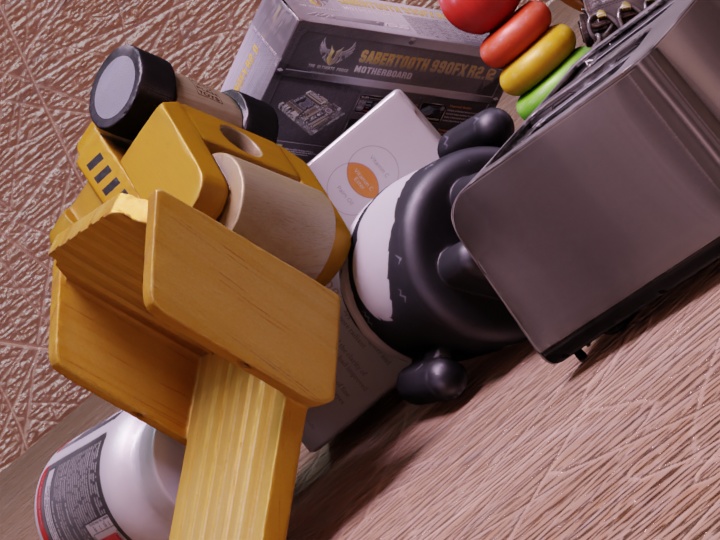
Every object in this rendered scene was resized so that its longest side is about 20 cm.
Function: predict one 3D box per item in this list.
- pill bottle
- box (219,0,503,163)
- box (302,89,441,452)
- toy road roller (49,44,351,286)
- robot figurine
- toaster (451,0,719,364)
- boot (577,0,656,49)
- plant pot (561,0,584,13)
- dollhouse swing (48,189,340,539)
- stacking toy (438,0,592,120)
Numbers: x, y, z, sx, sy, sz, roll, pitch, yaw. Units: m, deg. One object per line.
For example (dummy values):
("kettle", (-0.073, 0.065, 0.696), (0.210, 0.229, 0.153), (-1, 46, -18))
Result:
("pill bottle", (-0.137, 0.146, 1.799), (0.116, 0.116, 0.200), (-44, 7, -30))
("box", (-0.004, -0.111, 1.858), (0.199, 0.048, 0.159), (4, -56, -36))
("box", (0.000, 0.000, 1.790), (0.200, 0.152, 0.106), (-39, -2, 3))
("toy road roller", (-0.113, -0.034, 1.683), (0.146, 0.123, 0.200), (-55, 40, 17))
("robot figurine", (0.060, -0.008, 1.633), (0.150, 0.125, 0.200), (-40, 6, -20))
("toaster", (0.164, -0.065, 1.431), (0.200, 0.119, 0.181), (-36, 8, 38))
("boot", (0.224, -0.169, 1.668), (0.174, 0.069, 0.200), (-18, 21, -1))
("plant pot", (0.240, -0.278, 2.016), (0.200, 0.200, 0.183), (-41, 22, -6))
("dollhouse swing", (-0.123, 0.084, 1.588), (0.200, 0.181, 0.176), (-24, 38, 64))
("stacking toy", (0.127, -0.126, 1.714), (0.085, 0.200, 0.085), (-39, 6, 5))
